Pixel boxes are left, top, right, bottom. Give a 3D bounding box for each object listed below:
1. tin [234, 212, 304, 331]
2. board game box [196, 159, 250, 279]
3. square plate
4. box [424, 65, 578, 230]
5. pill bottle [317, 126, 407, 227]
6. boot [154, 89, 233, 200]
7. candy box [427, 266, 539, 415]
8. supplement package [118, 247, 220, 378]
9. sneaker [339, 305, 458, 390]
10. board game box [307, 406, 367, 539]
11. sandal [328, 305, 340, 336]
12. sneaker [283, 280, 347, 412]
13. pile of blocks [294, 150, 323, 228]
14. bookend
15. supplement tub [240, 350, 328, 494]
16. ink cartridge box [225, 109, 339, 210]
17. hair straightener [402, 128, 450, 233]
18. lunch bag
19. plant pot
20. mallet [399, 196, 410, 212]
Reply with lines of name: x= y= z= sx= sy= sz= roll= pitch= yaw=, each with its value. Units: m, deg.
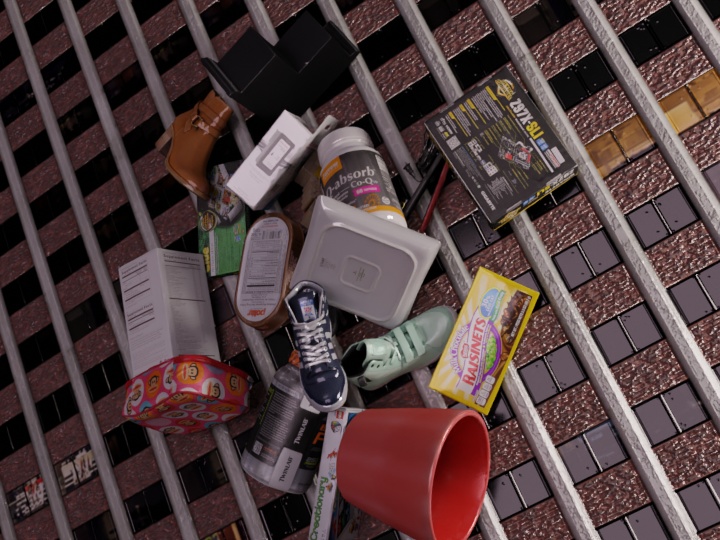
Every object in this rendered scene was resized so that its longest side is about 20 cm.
tin: x=-0.156 y=0.000 z=1.493 sx=0.111 sy=0.042 sz=0.204 roll=-4 pitch=72 yaw=36
board game box: x=-0.245 y=-0.090 z=1.584 sx=0.103 sy=0.023 sz=0.204 roll=-9 pitch=77 yaw=21
square plate: x=0.000 y=0.000 z=1.357 sx=0.195 sy=0.029 sz=0.202 roll=21 pitch=130 yaw=-1
box: x=0.215 y=-0.190 z=1.370 sx=0.158 sy=0.049 sz=0.202 roll=-33 pitch=74 yaw=2
pill bottle: x=-0.003 y=-0.125 z=1.422 sx=0.115 sy=0.116 sz=0.202 roll=-28 pitch=57 yaw=16
boot: x=-0.279 y=-0.230 z=1.581 sx=0.154 sy=0.074 sz=0.201 roll=-42 pitch=54 yaw=5
candy box: x=0.187 y=0.107 z=1.349 sx=0.101 sy=0.026 sz=0.203 roll=23 pitch=90 yaw=11
supplement package: x=-0.331 y=0.078 z=1.532 sx=0.108 sy=0.113 sz=0.203 roll=-23 pitch=71 yaw=33
sneaker: x=0.059 y=0.118 z=1.364 sx=0.199 sy=0.118 sz=0.074 roll=-36 pitch=67 yaw=12
board game box: x=-0.026 y=0.312 z=1.361 sx=0.034 sy=0.126 sz=0.204 roll=6 pitch=83 yaw=23
sandal: x=-0.092 y=0.037 z=1.489 sx=0.076 sy=0.043 sz=0.201 roll=-46 pitch=56 yaw=9
sneaker: x=-0.069 y=0.105 z=1.319 sx=0.069 sy=0.109 sz=0.202 roll=-13 pitch=47 yaw=-2
pile of blocks: x=-0.066 y=-0.099 z=1.498 sx=0.062 sy=0.081 sz=0.203 roll=135 pitch=134 yaw=-57
bookend: x=-0.130 y=-0.358 z=1.487 sx=0.199 sy=0.200 sz=0.092 roll=-45 pitch=68 yaw=10
supplement tub: x=-0.102 y=0.239 z=1.409 sx=0.121 sy=0.122 sz=0.203 roll=22 pitch=90 yaw=25
ink cartridge box: x=-0.129 y=-0.200 z=1.496 sx=0.068 sy=0.116 sz=0.201 roll=41 pitch=98 yaw=3
hair straightener: x=0.106 y=-0.166 z=1.428 sx=0.076 sy=0.041 sz=0.203 roll=23 pitch=90 yaw=7
lunch bag: x=-0.276 y=0.213 z=1.461 sx=0.198 sy=0.175 sz=0.083 roll=-24 pitch=54 yaw=36
plant pot: x=0.072 y=0.291 z=1.298 sx=0.175 sy=0.200 sz=0.204 roll=6 pitch=83 yaw=32
mallet: x=0.020 y=-0.032 z=1.457 sx=0.065 sy=0.041 sz=0.203 roll=20 pitch=84 yaw=27
